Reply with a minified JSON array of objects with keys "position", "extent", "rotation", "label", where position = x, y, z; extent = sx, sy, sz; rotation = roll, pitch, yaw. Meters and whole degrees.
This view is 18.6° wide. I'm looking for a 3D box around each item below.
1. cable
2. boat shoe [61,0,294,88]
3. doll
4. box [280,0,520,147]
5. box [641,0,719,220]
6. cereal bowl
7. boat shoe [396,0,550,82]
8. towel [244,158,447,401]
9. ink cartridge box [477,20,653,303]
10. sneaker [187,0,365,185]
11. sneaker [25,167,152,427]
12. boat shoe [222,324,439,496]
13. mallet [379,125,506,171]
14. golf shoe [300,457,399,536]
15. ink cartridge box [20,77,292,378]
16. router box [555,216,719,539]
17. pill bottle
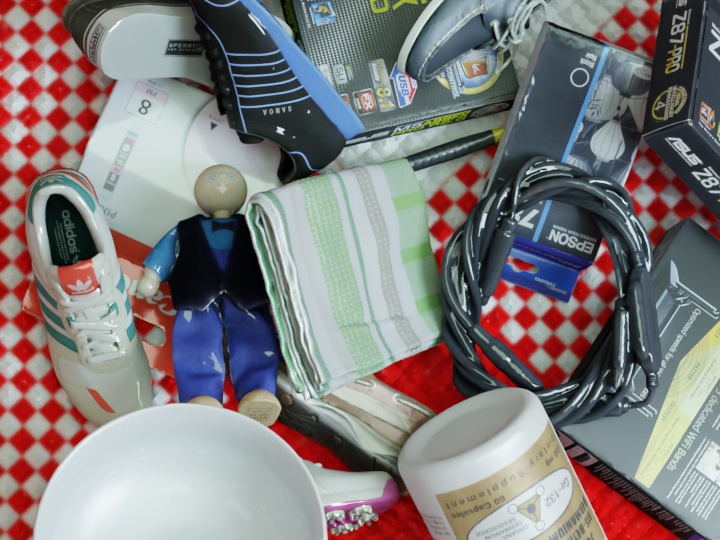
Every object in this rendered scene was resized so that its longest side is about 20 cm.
[{"position":[0.138,0.016,1.634],"extent":[0.162,0.051,0.202],"rotation":[-9,85,14],"label":"cable"},{"position":[-0.132,-0.178,1.635],"extent":[0.064,0.199,0.071],"rotation":[39,114,36],"label":"boat shoe"},{"position":[-0.093,0.015,1.579],"extent":[0.135,0.049,0.202],"rotation":[-5,62,-3],"label":"doll"},{"position":[0.022,-0.207,1.707],"extent":[0.159,0.044,0.202],"rotation":[-13,81,-12],"label":"box"},{"position":[0.291,-0.110,1.661],"extent":[0.200,0.049,0.162],"rotation":[42,46,-34],"label":"box"},{"position":[-0.121,0.195,1.478],"extent":[0.198,0.084,0.202],"rotation":[2,57,-3],"label":"cereal bowl"},{"position":[0.110,-0.203,1.664],"extent":[0.062,0.075,0.200],"rotation":[43,65,13],"label":"boat shoe"},{"position":[0.000,0.000,1.596],"extent":[0.199,0.030,0.151],"rotation":[-18,95,-54],"label":"towel"},{"position":[0.151,-0.078,1.665],"extent":[0.099,0.039,0.202],"rotation":[18,103,-6],"label":"ink cartridge box"},{"position":[-0.082,-0.146,1.588],"extent":[0.078,0.070,0.200],"rotation":[-41,115,2],"label":"sneaker"},{"position":[-0.201,0.024,1.583],"extent":[0.070,0.093,0.202],"rotation":[-14,92,-2],"label":"sneaker"},{"position":[-0.023,0.086,1.631],"extent":[0.199,0.076,0.072],"rotation":[37,69,-9],"label":"boat shoe"},{"position":[0.111,-0.106,1.691],"extent":[0.198,0.066,0.042],"rotation":[-19,91,-12],"label":"mallet"},{"position":[-0.072,0.152,1.598],"extent":[0.198,0.075,0.092],"rotation":[-6,70,-2],"label":"golf shoe"},{"position":[-0.141,-0.035,1.644],"extent":[0.161,0.057,0.201],"rotation":[24,71,-5],"label":"ink cartridge box"},{"position":[0.253,0.086,1.684],"extent":[0.157,0.052,0.201],"rotation":[37,75,-2],"label":"router box"},{"position":[0.117,0.197,1.587],"extent":[0.114,0.114,0.201],"rotation":[-31,106,-14],"label":"pill bottle"}]
